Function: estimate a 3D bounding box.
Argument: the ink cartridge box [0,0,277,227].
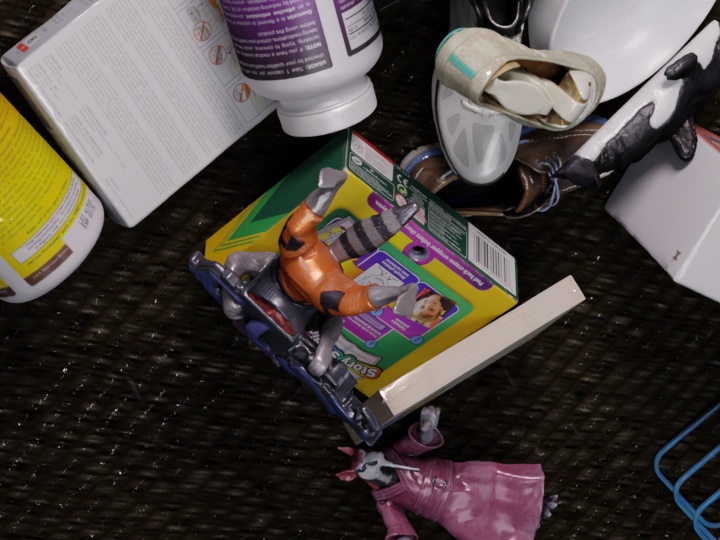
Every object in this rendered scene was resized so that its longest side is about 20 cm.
[{"bbox_3d":[-0.155,-0.158,1.282,0.200,0.050,0.163,-42,121,-16],"label":"ink cartridge box"}]

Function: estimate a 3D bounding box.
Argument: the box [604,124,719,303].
[{"bbox_3d":[0.339,-0.032,1.424,0.199,0.152,0.107,23,107,-26],"label":"box"}]

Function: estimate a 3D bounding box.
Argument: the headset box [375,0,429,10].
[{"bbox_3d":[0.062,-0.307,1.203,0.147,0.075,0.202,-13,78,-12],"label":"headset box"}]

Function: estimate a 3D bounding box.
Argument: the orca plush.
[{"bbox_3d":[0.249,-0.118,1.346,0.071,0.105,0.200,47,57,1],"label":"orca plush"}]

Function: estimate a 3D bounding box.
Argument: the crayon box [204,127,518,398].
[{"bbox_3d":[0.000,0.000,1.351,0.200,0.059,0.172,36,126,-28],"label":"crayon box"}]

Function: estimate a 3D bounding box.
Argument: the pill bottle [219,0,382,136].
[{"bbox_3d":[-0.049,-0.207,1.234,0.112,0.113,0.201,-19,115,-8],"label":"pill bottle"}]

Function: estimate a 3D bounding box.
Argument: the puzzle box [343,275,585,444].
[{"bbox_3d":[0.085,0.077,1.388,0.199,0.133,0.026,-29,83,-21],"label":"puzzle box"}]

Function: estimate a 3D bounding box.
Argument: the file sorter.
[{"bbox_3d":[0.381,0.229,1.537,0.123,0.200,0.139,-42,120,8],"label":"file sorter"}]

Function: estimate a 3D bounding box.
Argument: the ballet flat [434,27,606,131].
[{"bbox_3d":[0.131,-0.131,1.229,0.199,0.062,0.068,5,124,-47],"label":"ballet flat"}]

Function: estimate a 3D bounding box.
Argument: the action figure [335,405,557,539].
[{"bbox_3d":[0.072,0.191,1.494,0.198,0.149,0.135,20,91,-5],"label":"action figure"}]

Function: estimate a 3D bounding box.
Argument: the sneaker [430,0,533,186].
[{"bbox_3d":[0.093,-0.163,1.278,0.075,0.115,0.203,1,98,2],"label":"sneaker"}]

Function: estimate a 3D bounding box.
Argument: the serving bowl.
[{"bbox_3d":[0.205,-0.232,1.311,0.199,0.066,0.201,-30,148,-21],"label":"serving bowl"}]

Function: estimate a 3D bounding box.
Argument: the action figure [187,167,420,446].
[{"bbox_3d":[-0.022,0.027,1.258,0.200,0.193,0.105,48,52,-8],"label":"action figure"}]

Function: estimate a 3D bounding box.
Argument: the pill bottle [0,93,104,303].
[{"bbox_3d":[-0.290,-0.077,1.228,0.109,0.109,0.200,-38,120,3],"label":"pill bottle"}]

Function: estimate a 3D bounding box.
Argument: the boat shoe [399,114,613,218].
[{"bbox_3d":[0.135,-0.077,1.383,0.198,0.072,0.073,-14,120,-10],"label":"boat shoe"}]
